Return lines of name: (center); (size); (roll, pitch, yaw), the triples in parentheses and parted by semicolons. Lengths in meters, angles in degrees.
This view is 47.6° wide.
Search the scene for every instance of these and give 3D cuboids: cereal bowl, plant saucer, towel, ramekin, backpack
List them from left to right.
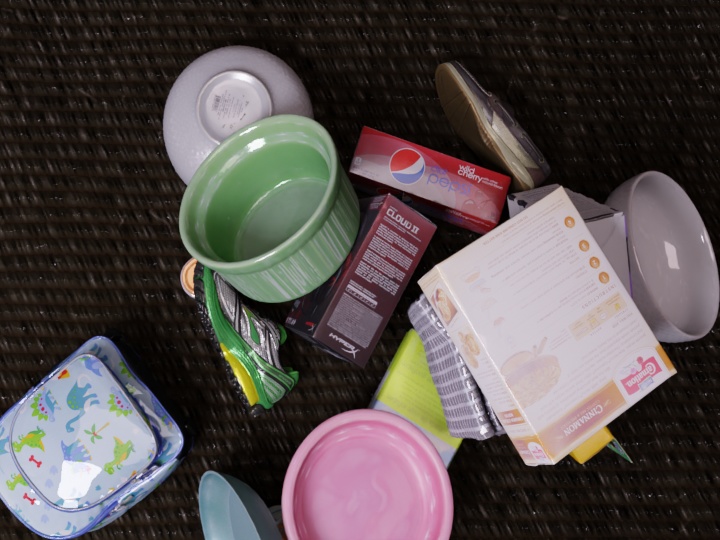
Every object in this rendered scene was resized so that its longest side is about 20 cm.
backpack: (-0.315, 0.195, 0.926); (0.199, 0.147, 0.184); (-41, 84, -5)
cereal bowl: (-0.153, -0.187, 1.019); (0.194, 0.083, 0.206); (0, 83, -4)
plant saucer: (-0.123, 0.315, 0.909); (0.035, 0.199, 0.205); (-16, 82, -30)
ramekin: (-0.095, -0.064, 0.915); (0.195, 0.098, 0.204); (-14, 53, 19)
plant saucer: (0.006, 0.261, 0.915); (0.195, 0.051, 0.206); (5, 71, -14)
towel: (0.113, 0.096, 0.890); (0.084, 0.200, 0.170); (-17, 82, -4)
cereal bowl: (0.349, -0.011, 0.992); (0.197, 0.082, 0.206); (15, 67, -37)

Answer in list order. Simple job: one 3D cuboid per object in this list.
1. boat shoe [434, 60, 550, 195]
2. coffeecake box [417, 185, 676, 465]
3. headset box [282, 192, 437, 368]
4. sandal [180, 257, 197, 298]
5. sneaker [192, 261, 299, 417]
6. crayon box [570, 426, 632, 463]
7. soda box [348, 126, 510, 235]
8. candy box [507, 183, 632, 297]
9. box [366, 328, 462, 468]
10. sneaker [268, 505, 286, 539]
boat shoe: (0.169, -0.186, 1.048); (0.064, 0.073, 0.202); (-32, 88, -18)
coffeecake box: (0.172, 0.052, 0.767); (0.151, 0.073, 0.203); (-30, 84, -15)
headset box: (0.000, 0.000, 0.963); (0.074, 0.148, 0.203); (31, 82, -17)
sandal: (-0.126, -0.017, 1.008); (0.202, 0.059, 0.081); (-23, 84, -6)
sneaker: (-0.142, 0.068, 0.989); (0.084, 0.078, 0.204); (-28, 102, -17)
crayon box: (0.228, 0.148, 0.970); (0.051, 0.126, 0.202); (-36, 85, 1)
soda box: (0.084, -0.111, 1.028); (0.195, 0.070, 0.065); (19, 79, 0)
candy box: (0.237, 0.004, 0.933); (0.070, 0.200, 0.172); (-12, 105, -4)
box: (0.063, 0.191, 0.996); (0.120, 0.048, 0.203); (30, 81, 1)
sneaker: (-0.028, 0.330, 0.956); (0.195, 0.081, 0.079); (13, 80, -3)
